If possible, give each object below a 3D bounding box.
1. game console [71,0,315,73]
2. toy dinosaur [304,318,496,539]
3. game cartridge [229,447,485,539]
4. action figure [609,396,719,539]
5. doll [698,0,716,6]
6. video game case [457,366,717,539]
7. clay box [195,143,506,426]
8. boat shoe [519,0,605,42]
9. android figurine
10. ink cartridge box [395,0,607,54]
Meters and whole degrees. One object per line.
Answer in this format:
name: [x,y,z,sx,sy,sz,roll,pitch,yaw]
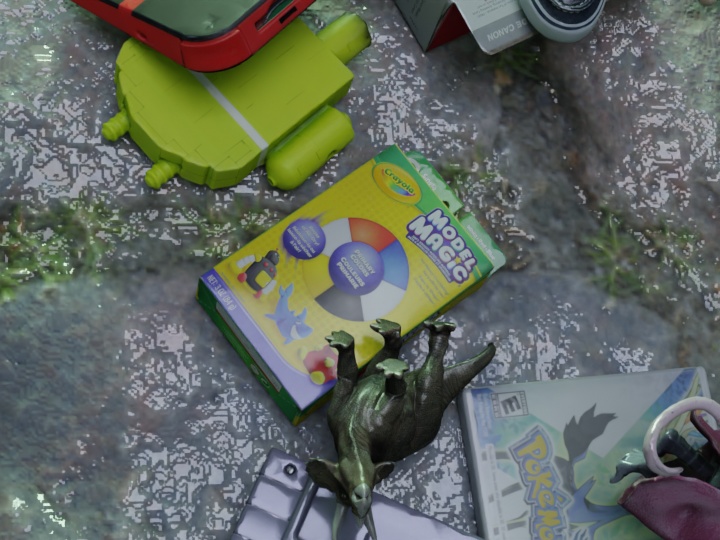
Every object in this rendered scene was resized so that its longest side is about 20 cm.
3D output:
game console: [-0.090,-0.227,1.061,0.176,0.031,0.200,29,63,37]
toy dinosaur: [0.019,0.088,0.978,0.076,0.103,0.200,17,25,22]
game cartridge: [0.007,0.210,0.960,0.199,0.038,0.130,22,64,5]
action figure: [0.263,0.173,0.960,0.134,0.149,0.200,-34,67,-26]
doll: [0.321,-0.191,1.166,0.135,0.048,0.202,14,69,-7]
video game case: [0.168,0.171,1.024,0.181,0.022,0.202,-4,72,-13]
clay box: [0.000,0.000,1.035,0.199,0.048,0.115,-36,80,-19]
boat shoe: [0.154,-0.265,1.045,0.070,0.091,0.202,10,72,-9]
android figurine: [-0.091,-0.137,1.069,0.182,0.041,0.200,45,69,6]
ink cartridge box: [0.118,-0.252,1.127,0.199,0.084,0.176,-26,79,-18]
